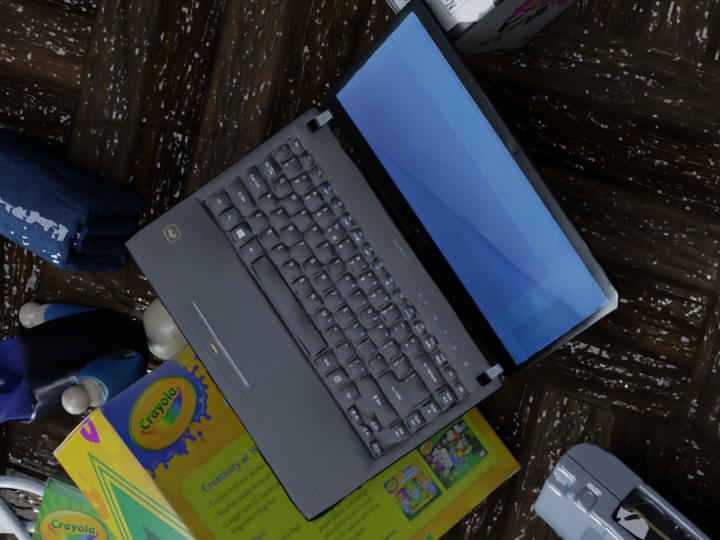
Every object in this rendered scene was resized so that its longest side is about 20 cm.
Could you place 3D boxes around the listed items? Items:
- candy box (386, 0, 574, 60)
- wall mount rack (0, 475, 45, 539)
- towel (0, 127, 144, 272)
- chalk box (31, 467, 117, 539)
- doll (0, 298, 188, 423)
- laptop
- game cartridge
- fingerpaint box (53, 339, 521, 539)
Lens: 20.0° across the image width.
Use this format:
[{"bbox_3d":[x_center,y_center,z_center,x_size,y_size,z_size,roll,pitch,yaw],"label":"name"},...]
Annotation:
[{"bbox_3d":[0.111,-0.196,1.028,0.200,0.168,0.072,-39,84,21],"label":"candy box"},{"bbox_3d":[-0.280,0.151,1.228,0.198,0.174,0.075,-1,56,19],"label":"wall mount rack"},{"bbox_3d":[-0.227,-0.066,1.194,0.199,0.112,0.049,30,97,12],"label":"towel"},{"bbox_3d":[-0.118,0.175,1.193,0.124,0.124,0.202,19,105,14],"label":"chalk box"},{"bbox_3d":[-0.186,0.057,1.199,0.198,0.137,0.049,-20,118,-7],"label":"doll"},{"bbox_3d":[0.000,0.000,1.011,0.199,0.103,0.178,-34,85,4],"label":"laptop"},{"bbox_3d":[0.179,0.174,1.091,0.200,0.133,0.040,41,76,10],"label":"game cartridge"},{"bbox_3d":[-0.037,0.104,1.113,0.167,0.200,0.073,52,141,3],"label":"fingerpaint box"}]
